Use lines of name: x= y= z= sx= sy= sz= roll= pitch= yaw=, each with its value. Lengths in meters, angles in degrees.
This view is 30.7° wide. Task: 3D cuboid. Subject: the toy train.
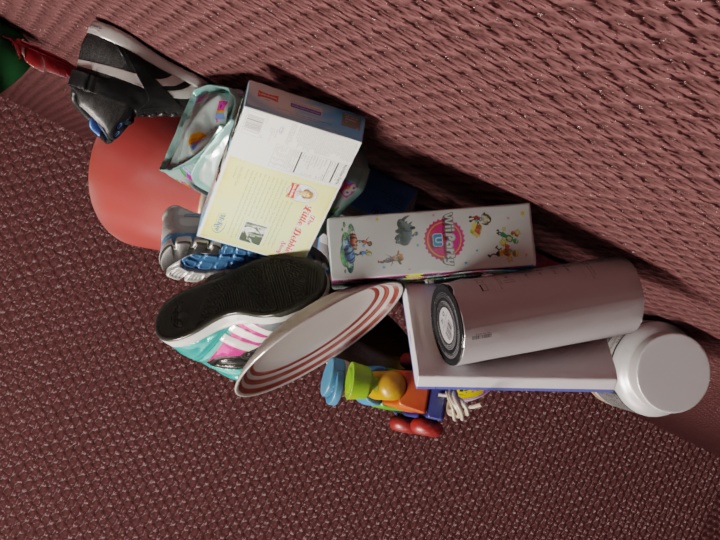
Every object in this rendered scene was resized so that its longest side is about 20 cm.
toy train: x=0.036 y=0.119 z=1.330 sx=0.114 sy=0.086 sz=0.200 roll=11 pitch=173 yaw=-15

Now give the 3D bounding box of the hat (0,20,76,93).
hat: x=-0.466 y=-0.320 z=1.804 sx=0.165 sy=0.175 sz=0.202 roll=23 pitch=139 yaw=57

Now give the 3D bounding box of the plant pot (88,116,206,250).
plant pot: x=-0.194 y=-0.104 z=1.560 sx=0.176 sy=0.202 sz=0.200 roll=21 pitch=175 yaw=38

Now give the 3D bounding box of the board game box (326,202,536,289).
board game box: x=0.066 y=-0.023 z=1.316 sx=0.197 sy=0.065 sz=0.148 roll=-6 pitch=177 yaw=-1

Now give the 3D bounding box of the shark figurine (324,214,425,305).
shark figurine: x=-0.013 y=-0.015 z=1.485 sx=0.213 sy=0.090 sz=0.128 roll=27 pitch=146 yaw=-2

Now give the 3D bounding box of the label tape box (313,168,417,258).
label tape box: x=-0.019 y=-0.046 z=1.583 sx=0.142 sy=0.066 sz=0.201 roll=25 pitch=145 yaw=9

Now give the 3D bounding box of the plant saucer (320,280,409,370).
plant saucer: x=-0.005 y=0.069 z=1.507 sx=0.199 sy=0.037 sz=0.201 roll=32 pitch=-163 yaw=-11

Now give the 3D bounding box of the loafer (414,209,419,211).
loafer: x=0.066 y=-0.040 z=1.661 sx=0.199 sy=0.076 sz=0.070 roll=23 pitch=172 yaw=35

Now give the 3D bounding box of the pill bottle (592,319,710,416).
pill bottle: x=0.355 y=0.121 z=1.635 sx=0.115 sy=0.118 sz=0.200 roll=25 pitch=177 yaw=-7

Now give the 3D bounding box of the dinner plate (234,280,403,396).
dinner plate: x=-0.045 y=0.063 z=1.318 sx=0.024 sy=0.199 sz=0.200 roll=57 pitch=-174 yaw=16

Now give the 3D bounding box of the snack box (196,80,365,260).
snack box: x=-0.080 y=-0.088 z=1.270 sx=0.115 sy=0.037 sz=0.201 roll=16 pitch=140 yaw=-11

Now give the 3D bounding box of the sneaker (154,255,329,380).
sneaker: x=-0.102 y=0.058 z=1.373 sx=0.198 sy=0.085 sz=0.121 roll=-16 pitch=146 yaw=22

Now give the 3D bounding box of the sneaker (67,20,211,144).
sneaker: x=-0.237 y=-0.180 z=1.448 sx=0.199 sy=0.113 sz=0.073 roll=28 pitch=176 yaw=-36

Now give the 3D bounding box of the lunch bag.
lunch bag: x=-0.099 y=-0.116 z=1.368 sx=0.169 sy=0.123 sz=0.199 roll=27 pitch=171 yaw=-23

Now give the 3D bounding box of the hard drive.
hard drive: x=0.147 y=0.066 z=1.317 sx=0.197 sy=0.026 sz=0.133 roll=2 pitch=-138 yaw=-7

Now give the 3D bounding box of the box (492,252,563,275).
box: x=0.217 y=0.041 z=1.612 sx=0.099 sy=0.096 sz=0.200 roll=25 pitch=176 yaw=17

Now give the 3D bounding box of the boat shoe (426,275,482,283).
boat shoe: x=0.105 y=0.028 z=1.692 sx=0.074 sy=0.087 sz=0.202 roll=-10 pitch=-142 yaw=-20

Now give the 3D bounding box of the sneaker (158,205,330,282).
sneaker: x=-0.122 y=-0.031 z=1.395 sx=0.198 sy=0.075 sz=0.087 roll=13 pitch=-137 yaw=-30

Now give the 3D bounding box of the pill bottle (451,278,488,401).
pill bottle: x=0.115 y=0.075 z=1.464 sx=0.103 sy=0.105 sz=0.200 roll=24 pitch=164 yaw=11

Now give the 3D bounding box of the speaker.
speaker: x=0.173 y=0.037 z=1.273 sx=0.197 sy=0.082 sz=0.081 roll=-9 pitch=-172 yaw=-19
